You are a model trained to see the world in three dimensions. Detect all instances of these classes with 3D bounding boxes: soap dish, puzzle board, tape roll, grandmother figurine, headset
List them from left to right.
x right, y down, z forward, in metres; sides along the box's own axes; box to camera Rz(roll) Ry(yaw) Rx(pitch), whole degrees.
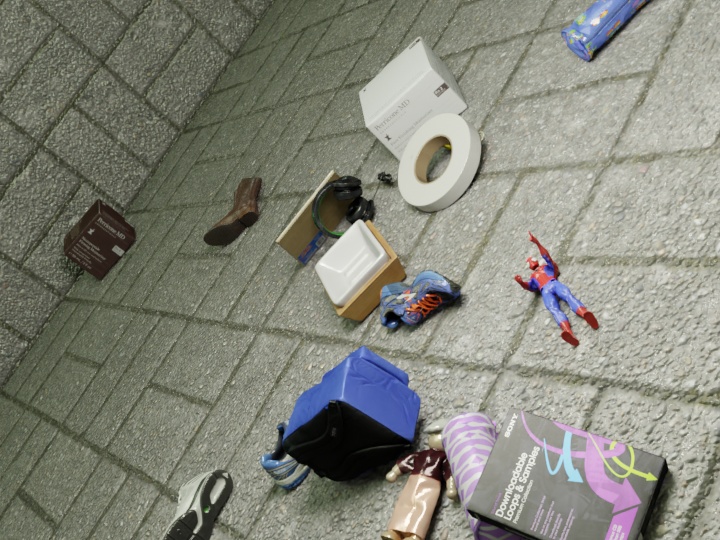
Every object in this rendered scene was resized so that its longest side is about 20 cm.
[{"bbox_3d":[-0.097,-0.115,1.990,0.017,0.151,0.200,37,87,28],"label":"puzzle board"},{"bbox_3d":[-0.017,-0.155,1.951,0.199,0.124,0.094,-33,21,-8],"label":"headset"},{"bbox_3d":[0.000,0.000,1.762,0.157,0.081,0.200,-46,27,7],"label":"soap dish"},{"bbox_3d":[0.092,0.302,1.285,0.120,0.061,0.201,11,57,28],"label":"grandmother figurine"},{"bbox_3d":[0.155,-0.217,1.791,0.202,0.037,0.204,-28,51,41],"label":"tape roll"}]

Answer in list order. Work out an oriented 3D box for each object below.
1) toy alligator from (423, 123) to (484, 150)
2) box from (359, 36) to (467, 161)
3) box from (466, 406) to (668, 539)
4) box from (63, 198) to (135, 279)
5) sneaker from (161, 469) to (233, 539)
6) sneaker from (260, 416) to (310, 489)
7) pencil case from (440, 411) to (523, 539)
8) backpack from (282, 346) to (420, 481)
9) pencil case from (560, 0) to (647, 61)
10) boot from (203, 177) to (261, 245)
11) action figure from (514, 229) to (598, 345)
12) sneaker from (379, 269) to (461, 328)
[{"bbox_3d":[0.202,-0.275,1.840,0.199,0.054,0.060,24,92,52],"label":"toy alligator"},{"bbox_3d":[0.114,-0.388,2.021,0.199,0.131,0.201,-39,29,20],"label":"box"},{"bbox_3d":[0.241,0.257,1.053,0.199,0.036,0.144,14,64,32],"label":"box"},{"bbox_3d":[-0.928,-0.112,3.172,0.200,0.166,0.164,-47,27,6],"label":"box"},{"bbox_3d":[-0.324,0.468,1.688,0.115,0.076,0.201,-21,31,57],"label":"sneaker"},{"bbox_3d":[-0.096,0.282,1.550,0.201,0.085,0.077,-53,28,-8],"label":"sneaker"},{"bbox_3d":[0.167,0.274,1.181,0.085,0.085,0.201,-12,33,-4],"label":"pencil case"},{"bbox_3d":[-0.015,0.234,1.420,0.200,0.162,0.168,-44,16,38],"label":"backpack"},{"bbox_3d":[0.471,-0.488,1.676,0.200,0.078,0.087,-45,5,12],"label":"pencil case"},{"bbox_3d":[-0.357,-0.173,2.517,0.185,0.064,0.201,-26,37,15],"label":"boot"},{"bbox_3d":[0.274,0.018,1.327,0.065,0.099,0.200,-41,26,12],"label":"action figure"},{"bbox_3d":[0.103,0.058,1.565,0.200,0.075,0.079,-24,45,53],"label":"sneaker"}]
